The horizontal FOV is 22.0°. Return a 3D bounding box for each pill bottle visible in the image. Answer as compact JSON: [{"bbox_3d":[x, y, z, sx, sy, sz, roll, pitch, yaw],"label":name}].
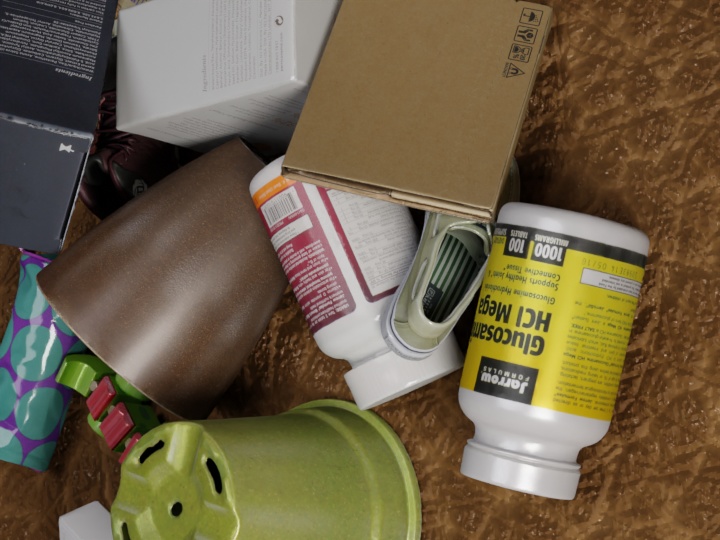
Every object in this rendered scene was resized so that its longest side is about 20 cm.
[{"bbox_3d":[0.134,0.058,1.336,0.112,0.112,0.200,11,88,40],"label":"pill bottle"},{"bbox_3d":[0.000,0.000,1.436,0.110,0.110,0.200,-28,83,32],"label":"pill bottle"}]

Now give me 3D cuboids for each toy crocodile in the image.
[{"bbox_3d":[-0.198,0.143,1.624,0.068,0.062,0.200,-53,54,19],"label":"toy crocodile"}]

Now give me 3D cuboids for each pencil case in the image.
[{"bbox_3d":[-0.302,0.083,1.706,0.092,0.085,0.200,22,95,26],"label":"pencil case"}]

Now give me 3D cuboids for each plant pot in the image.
[{"bbox_3d":[-0.085,0.190,1.443,0.200,0.184,0.200,-9,75,37],"label":"plant pot"},{"bbox_3d":[-0.135,-0.008,1.544,0.200,0.187,0.187,-48,54,4],"label":"plant pot"}]

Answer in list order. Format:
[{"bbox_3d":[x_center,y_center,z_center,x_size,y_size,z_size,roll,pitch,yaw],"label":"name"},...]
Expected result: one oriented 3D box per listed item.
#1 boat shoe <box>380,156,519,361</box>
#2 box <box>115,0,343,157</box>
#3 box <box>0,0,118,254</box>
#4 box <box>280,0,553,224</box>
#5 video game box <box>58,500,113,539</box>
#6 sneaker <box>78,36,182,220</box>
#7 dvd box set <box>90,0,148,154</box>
[{"bbox_3d":[0.079,-0.020,1.383,0.062,0.072,0.200,-37,25,57],"label":"boat shoe"},{"bbox_3d":[-0.081,-0.169,1.533,0.200,0.152,0.106,-10,75,37],"label":"box"},{"bbox_3d":[-0.274,-0.140,1.543,0.148,0.104,0.200,115,163,-44],"label":"box"},{"bbox_3d":[0.045,-0.136,1.406,0.163,0.021,0.200,12,59,10],"label":"box"},{"bbox_3d":[-0.177,0.317,1.528,0.200,0.047,0.182,37,135,37],"label":"video game box"},{"bbox_3d":[-0.210,-0.119,1.631,0.076,0.116,0.200,-19,81,25],"label":"sneaker"},{"bbox_3d":[-0.228,-0.212,1.741,0.146,0.029,0.200,46,111,35],"label":"dvd box set"}]
